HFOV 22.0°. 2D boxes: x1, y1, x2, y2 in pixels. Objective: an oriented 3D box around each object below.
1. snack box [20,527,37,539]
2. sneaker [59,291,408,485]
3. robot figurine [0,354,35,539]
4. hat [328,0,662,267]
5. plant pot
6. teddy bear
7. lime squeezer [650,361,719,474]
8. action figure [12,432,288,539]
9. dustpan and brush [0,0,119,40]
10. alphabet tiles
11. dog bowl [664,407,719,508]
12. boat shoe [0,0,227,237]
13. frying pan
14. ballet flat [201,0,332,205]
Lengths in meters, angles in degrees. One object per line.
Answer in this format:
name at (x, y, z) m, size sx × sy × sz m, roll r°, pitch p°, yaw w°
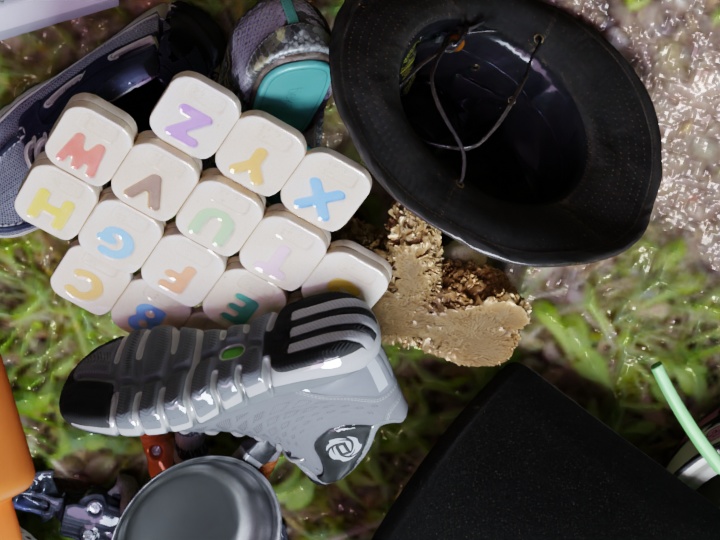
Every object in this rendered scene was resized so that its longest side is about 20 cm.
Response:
snack box at (-0.231, 0.221, 1.196) m, size 0.200 × 0.037 × 0.117 m, roll 31°, pitch 125°, yaw 30°
sneaker at (-0.065, 0.086, 1.045) m, size 0.199 × 0.075 × 0.116 m, roll -11°, pitch 131°, yaw 23°
robot figurine at (-0.266, 0.085, 1.119) m, size 0.116 × 0.144 × 0.201 m, roll -18°, pitch 90°, yaw 13°
hat at (0.060, -0.068, 0.994) m, size 0.200 × 0.201 × 0.081 m, roll 30°, pitch 141°, yaw -10°
plant pot at (0.086, 0.209, 1.076) m, size 0.199 × 0.177 × 0.201 m, roll 36°, pitch 126°, yaw 22°
teddy bear at (0.000, 0.000, 1.075) m, size 0.199 × 0.067 × 0.145 m, roll 2°, pitch 139°, yaw 2°
lime squeezer at (0.242, 0.123, 1.055) m, size 0.199 × 0.038 × 0.071 m, roll 24°, pitch 119°, yaw -5°
action figure at (-0.133, 0.153, 1.169) m, size 0.199 × 0.105 × 0.195 m, roll 8°, pitch 110°, yaw -1°
dustpan and brush at (-0.230, -0.208, 1.001) m, size 0.139 × 0.057 × 0.201 m, roll -14°, pitch 116°, yaw 15°
alphabet tiles at (-0.087, -0.017, 1.013) m, size 0.199 × 0.015 × 0.196 m, roll 29°, pitch 134°, yaw -13°
dog bowl at (0.267, 0.160, 1.135) m, size 0.199 × 0.074 × 0.201 m, roll 4°, pitch 120°, yaw 6°
boat shoe at (-0.165, -0.071, 1.051) m, size 0.200 × 0.093 × 0.075 m, roll -39°, pitch 108°, yaw 24°
frying pan at (-0.089, 0.126, 1.096) m, size 0.114 × 0.031 × 0.191 m, roll 12°, pitch 100°, yaw -34°
ballet flat at (-0.055, -0.088, 1.037) m, size 0.072 × 0.072 × 0.201 m, roll 20°, pitch 148°, yaw -4°
